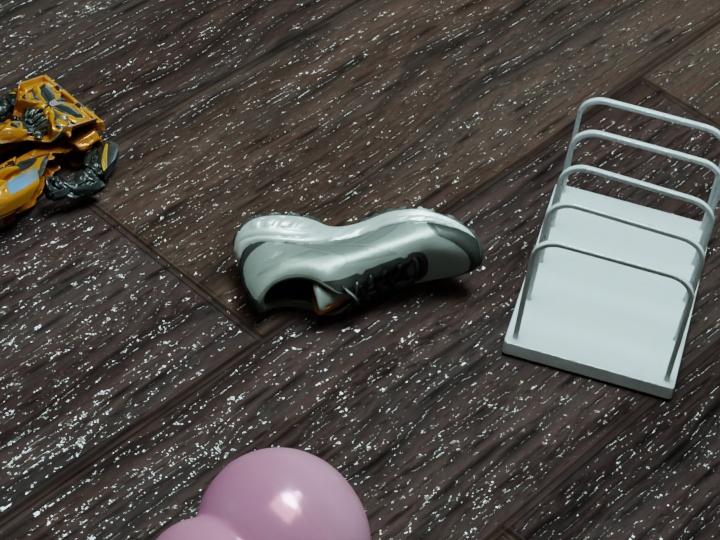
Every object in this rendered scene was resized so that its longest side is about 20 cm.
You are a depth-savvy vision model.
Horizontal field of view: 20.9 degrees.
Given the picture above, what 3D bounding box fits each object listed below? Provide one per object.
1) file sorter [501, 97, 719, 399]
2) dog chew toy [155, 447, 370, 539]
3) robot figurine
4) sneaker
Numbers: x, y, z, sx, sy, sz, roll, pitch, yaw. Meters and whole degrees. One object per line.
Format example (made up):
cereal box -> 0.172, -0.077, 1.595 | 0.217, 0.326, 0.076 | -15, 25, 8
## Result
file sorter -> 0.210, -0.026, 1.561 | 0.138, 0.125, 0.201 | 16, 44, 7
dog chew toy -> -0.088, 0.207, 1.291 | 0.199, 0.125, 0.124 | -36, 58, -26
robot figurine -> -0.296, -0.094, 1.605 | 0.145, 0.059, 0.199 | 37, 52, 26
sneaker -> 0.000, 0.000, 1.551 | 0.198, 0.074, 0.080 | -4, 54, -3
